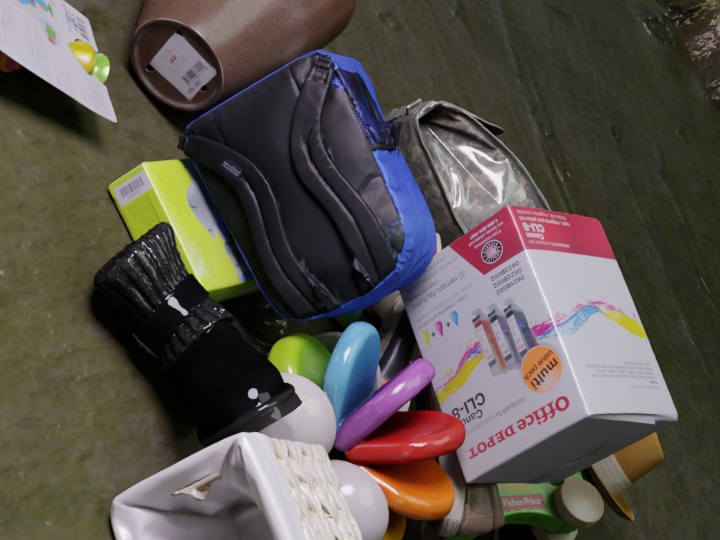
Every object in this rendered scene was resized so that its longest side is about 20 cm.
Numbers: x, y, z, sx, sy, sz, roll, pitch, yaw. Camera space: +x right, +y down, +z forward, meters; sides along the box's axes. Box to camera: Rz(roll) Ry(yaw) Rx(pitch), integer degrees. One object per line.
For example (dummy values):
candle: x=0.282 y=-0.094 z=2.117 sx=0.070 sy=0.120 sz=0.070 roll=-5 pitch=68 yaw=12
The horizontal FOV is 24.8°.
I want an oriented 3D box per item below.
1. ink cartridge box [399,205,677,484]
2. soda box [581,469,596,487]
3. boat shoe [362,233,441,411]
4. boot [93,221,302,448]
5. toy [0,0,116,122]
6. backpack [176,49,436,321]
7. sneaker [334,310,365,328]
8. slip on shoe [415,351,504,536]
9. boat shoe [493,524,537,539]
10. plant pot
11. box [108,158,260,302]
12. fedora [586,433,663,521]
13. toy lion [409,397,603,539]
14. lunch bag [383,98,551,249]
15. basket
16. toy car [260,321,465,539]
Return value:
ink cartridge box: x=0.153 y=0.070 z=1.429 sx=0.144 sy=0.145 sz=0.201 roll=7 pitch=57 yaw=-48
soda box: x=0.182 y=0.159 z=1.719 sx=0.201 sy=0.063 sz=0.068 roll=67 pitch=10 yaw=27
boat shoe: x=0.031 y=0.051 z=1.519 sx=0.071 sy=0.062 sz=0.201 roll=101 pitch=3 yaw=-69
boot: x=-0.128 y=0.048 z=1.227 sx=0.158 sy=0.079 sz=0.211 roll=59 pitch=-11 yaw=-12
toy: x=-0.278 y=-0.191 z=1.299 sx=0.200 sy=0.047 sz=0.116 roll=29 pitch=36 yaw=-53
backpack: x=-0.022 y=-0.064 z=1.392 sx=0.201 sy=0.162 sz=0.168 roll=64 pitch=23 yaw=10
sneaker: x=0.000 y=0.000 z=1.565 sx=0.200 sy=0.083 sz=0.074 roll=49 pitch=27 yaw=-24
slip on shoe: x=0.089 y=0.144 z=1.473 sx=0.060 sy=0.076 sz=0.201 roll=1 pitch=53 yaw=-10
boat shoe: x=0.165 y=0.283 z=1.594 sx=0.075 sy=0.066 sz=0.199 roll=57 pitch=25 yaw=-4
plant pot: x=-0.122 y=-0.236 z=1.507 sx=0.187 sy=0.187 sz=0.200 roll=52 pitch=41 yaw=-17
box: x=-0.124 y=-0.037 z=1.421 sx=0.122 sy=0.048 sz=0.200 roll=64 pitch=26 yaw=6
fedora: x=0.252 y=0.152 z=1.660 sx=0.201 sy=0.082 sz=0.201 roll=60 pitch=8 yaw=-14
toy lion: x=0.113 y=0.170 z=1.559 sx=0.199 sy=0.069 sz=0.192 roll=2 pitch=56 yaw=-29
lunch bag: x=0.093 y=-0.092 z=1.721 sx=0.117 sy=0.164 sz=0.200 roll=-39 pitch=102 yaw=-19
basket: x=-0.066 y=0.226 z=1.152 sx=0.123 sy=0.135 sz=0.201 roll=7 pitch=58 yaw=-62
toy car: x=0.007 y=0.130 z=1.366 sx=0.201 sy=0.150 sz=0.175 roll=59 pitch=26 yaw=-2
